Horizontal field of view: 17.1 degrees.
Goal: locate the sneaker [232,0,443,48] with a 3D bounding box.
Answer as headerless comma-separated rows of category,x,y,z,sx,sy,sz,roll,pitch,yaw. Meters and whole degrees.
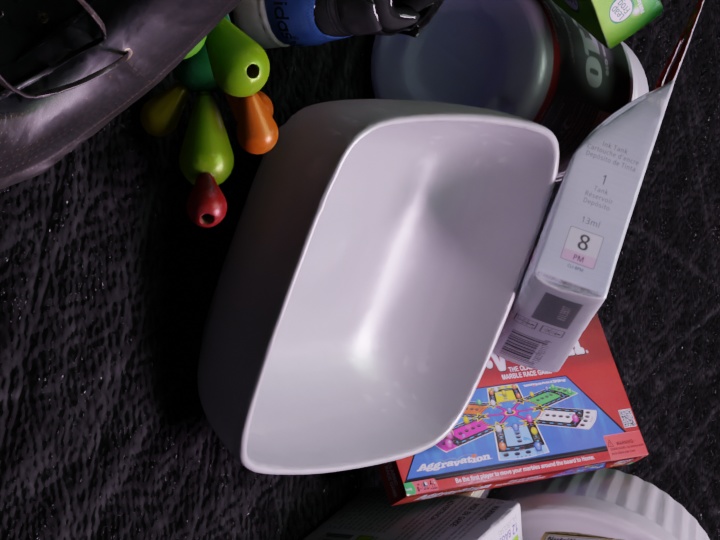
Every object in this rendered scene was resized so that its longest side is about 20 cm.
sneaker,0.017,-0.190,1.273,0.200,0.110,0.077,-60,142,-43

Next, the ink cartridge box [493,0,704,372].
ink cartridge box,0.134,-0.056,1.350,0.163,0.057,0.202,105,2,-73

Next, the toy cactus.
toy cactus,-0.085,-0.138,1.123,0.166,0.101,0.201,-81,157,-57

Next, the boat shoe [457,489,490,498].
boat shoe,0.080,0.085,1.472,0.065,0.071,0.201,62,34,-39

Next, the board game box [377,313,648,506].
board game box,0.080,0.074,1.399,0.199,0.019,0.104,-5,69,-41

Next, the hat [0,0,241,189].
hat,-0.132,-0.129,0.978,0.200,0.081,0.201,-33,154,-18

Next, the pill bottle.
pill bottle,0.097,-0.114,1.438,0.200,0.113,0.115,6,87,-64

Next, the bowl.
bowl,0.000,0.000,1.231,0.199,0.074,0.201,-1,115,-52

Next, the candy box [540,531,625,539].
candy box,0.101,0.253,1.317,0.200,0.056,0.117,-53,137,-46

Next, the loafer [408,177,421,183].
loafer,0.027,-0.027,1.376,0.200,0.072,0.063,39,20,-55

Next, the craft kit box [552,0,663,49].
craft kit box,0.074,-0.245,1.310,0.048,0.200,0.198,-36,135,-5

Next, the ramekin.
ramekin,0.137,0.213,1.470,0.094,0.200,0.204,-56,141,-63

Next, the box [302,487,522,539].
box,0.032,0.238,1.351,0.112,0.101,0.202,-31,120,-58
